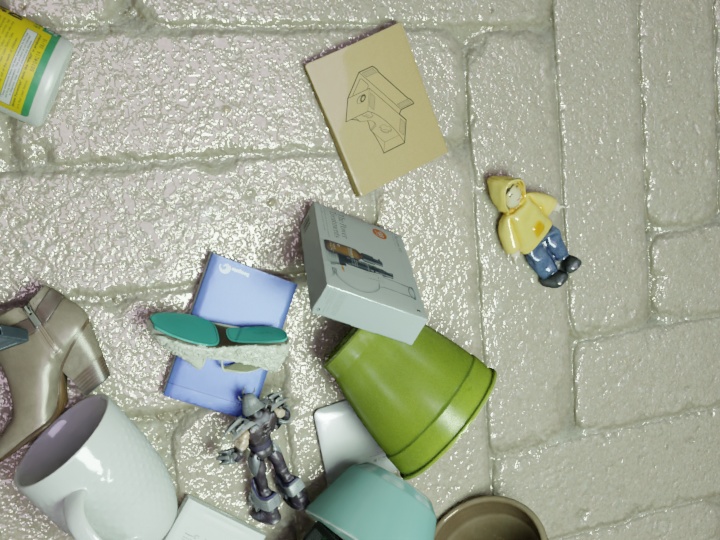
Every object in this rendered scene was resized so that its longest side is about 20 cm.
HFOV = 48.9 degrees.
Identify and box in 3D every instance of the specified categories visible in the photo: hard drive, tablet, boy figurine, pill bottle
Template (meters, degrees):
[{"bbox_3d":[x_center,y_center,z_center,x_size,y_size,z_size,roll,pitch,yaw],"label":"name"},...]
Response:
[{"bbox_3d":[-0.180,0.093,1.103,0.130,0.025,0.204,20,88,-21],"label":"hard drive"},{"bbox_3d":[0.031,0.247,1.205,0.196,0.014,0.133,-15,100,-20],"label":"tablet"},{"bbox_3d":[0.270,-0.074,1.242,0.124,0.064,0.201,-40,110,-10],"label":"boy figurine"},{"bbox_3d":[-0.449,-0.260,0.921,0.197,0.112,0.115,23,87,-20],"label":"pill bottle"},{"bbox_3d":[-0.238,0.434,1.111,0.131,0.027,0.203,32,82,-21],"label":"hard drive"}]

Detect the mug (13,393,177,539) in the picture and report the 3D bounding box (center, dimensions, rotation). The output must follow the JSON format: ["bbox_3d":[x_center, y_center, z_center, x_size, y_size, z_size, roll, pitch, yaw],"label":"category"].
[{"bbox_3d":[-0.314,0.281,0.978,0.146,0.200,0.177,-35,114,2],"label":"mug"}]

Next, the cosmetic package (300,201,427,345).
[{"bbox_3d":[0.000,0.000,1.075,0.148,0.202,0.052,21,120,-23],"label":"cosmetic package"}]

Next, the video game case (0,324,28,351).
[{"bbox_3d":[-0.487,0.083,0.876,0.140,0.200,0.019,-19,77,8],"label":"video game case"}]

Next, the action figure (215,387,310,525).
[{"bbox_3d":[-0.137,0.253,1.102,0.129,0.069,0.204,-26,113,-33],"label":"action figure"}]

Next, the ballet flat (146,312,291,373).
[{"bbox_3d":[-0.189,0.106,1.054,0.196,0.072,0.073,10,91,-21],"label":"ballet flat"}]

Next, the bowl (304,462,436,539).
[{"bbox_3d":[0.029,0.348,1.124,0.200,0.200,0.106,39,70,-19],"label":"bowl"}]

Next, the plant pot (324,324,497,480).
[{"bbox_3d":[0.057,0.149,1.118,0.193,0.200,0.201,43,79,-1],"label":"plant pot"}]

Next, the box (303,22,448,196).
[{"bbox_3d":[0.026,-0.233,1.155,0.161,0.021,0.203,-27,104,-17],"label":"box"}]

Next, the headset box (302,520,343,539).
[{"bbox_3d":[-0.047,0.481,1.118,0.174,0.092,0.201,-47,138,-12],"label":"headset box"}]

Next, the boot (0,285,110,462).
[{"bbox_3d":[-0.421,0.124,0.998,0.199,0.070,0.147,-40,101,-14],"label":"boot"}]

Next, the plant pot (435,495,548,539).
[{"bbox_3d":[0.215,0.481,1.217,0.199,0.200,0.176,-38,124,-13],"label":"plant pot"}]
